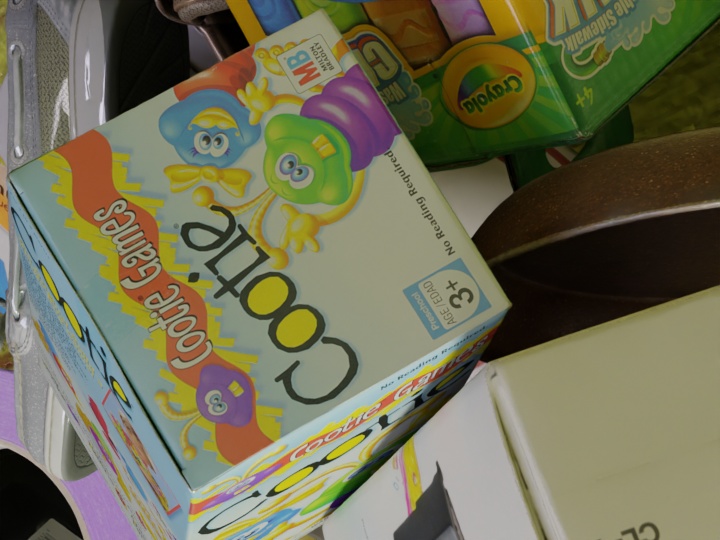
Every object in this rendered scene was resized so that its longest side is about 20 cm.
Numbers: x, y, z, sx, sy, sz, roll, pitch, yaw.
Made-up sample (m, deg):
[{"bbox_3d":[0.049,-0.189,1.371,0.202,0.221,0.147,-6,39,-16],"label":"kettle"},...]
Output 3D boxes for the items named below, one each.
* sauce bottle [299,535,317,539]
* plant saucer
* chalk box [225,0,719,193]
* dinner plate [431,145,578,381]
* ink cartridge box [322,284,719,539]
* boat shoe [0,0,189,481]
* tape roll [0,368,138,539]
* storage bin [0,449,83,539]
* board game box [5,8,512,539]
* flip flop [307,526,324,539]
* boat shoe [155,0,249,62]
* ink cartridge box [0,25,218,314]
[{"bbox_3d":[-0.042,0.114,1.055,0.065,0.065,0.200,8,128,42],"label":"sauce bottle"},{"bbox_3d":[0.120,-0.005,0.709,0.200,0.200,0.035,-27,60,53],"label":"plant saucer"},{"bbox_3d":[0.039,-0.109,0.712,0.124,0.125,0.200,-6,120,49],"label":"chalk box"},{"bbox_3d":[0.000,0.000,0.855,0.199,0.024,0.200,-3,138,-2],"label":"dinner plate"},{"bbox_3d":[0.086,0.071,0.691,0.200,0.147,0.086,125,125,-66],"label":"ink cartridge box"},{"bbox_3d":[-0.111,-0.019,0.883,0.065,0.074,0.203,14,110,27],"label":"boat shoe"},{"bbox_3d":[-0.172,0.147,1.060,0.200,0.200,0.066,32,-175,20],"label":"tape roll"},{"bbox_3d":[-0.155,0.176,1.168,0.200,0.135,0.094,34,143,19],"label":"storage bin"},{"bbox_3d":[-0.036,0.021,0.702,0.105,0.103,0.200,58,167,11],"label":"board game box"},{"bbox_3d":[-0.008,0.048,0.944,0.081,0.058,0.200,9,133,-2],"label":"flip flop"},{"bbox_3d":[-0.043,-0.118,0.837,0.071,0.065,0.200,-20,108,52],"label":"boat shoe"},{"bbox_3d":[-0.103,-0.038,0.972,0.115,0.068,0.200,44,144,4],"label":"ink cartridge box"}]
